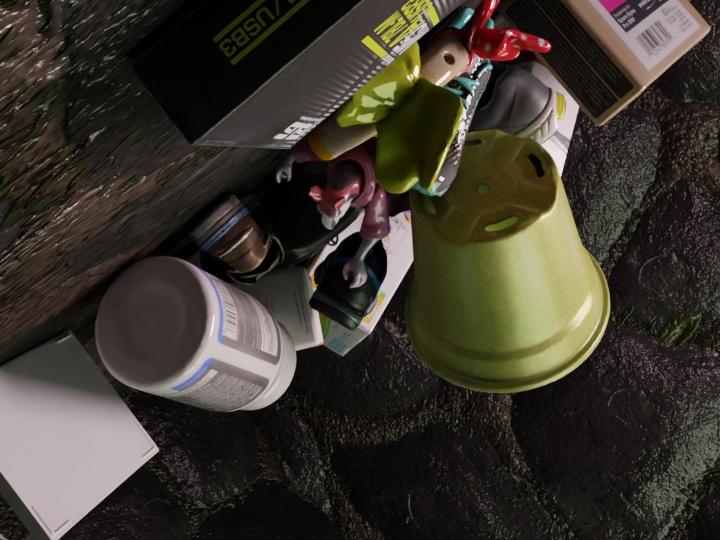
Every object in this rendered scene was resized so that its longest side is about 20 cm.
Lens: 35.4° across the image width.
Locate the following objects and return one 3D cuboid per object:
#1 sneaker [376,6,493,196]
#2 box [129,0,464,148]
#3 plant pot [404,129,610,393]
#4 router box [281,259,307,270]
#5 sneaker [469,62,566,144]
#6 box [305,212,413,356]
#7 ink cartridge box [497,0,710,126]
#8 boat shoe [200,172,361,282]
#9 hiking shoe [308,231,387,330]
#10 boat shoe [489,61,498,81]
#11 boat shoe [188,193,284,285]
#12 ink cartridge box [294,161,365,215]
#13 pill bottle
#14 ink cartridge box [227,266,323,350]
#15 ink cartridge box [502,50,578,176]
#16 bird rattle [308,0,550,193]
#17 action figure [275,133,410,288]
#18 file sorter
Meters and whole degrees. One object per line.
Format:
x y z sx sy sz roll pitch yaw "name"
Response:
0.070 -0.152 0.959 0.091 0.077 0.200 127 -19 -47 "sneaker"
0.009 -0.129 0.504 0.193 0.048 0.200 -41 180 8 "box"
0.123 -0.020 1.032 0.200 0.200 0.184 -39 143 -15 "plant pot"
-0.080 -0.040 1.463 0.158 0.052 0.200 -58 180 4 "router box"
0.101 -0.135 1.096 0.200 0.085 0.075 -34 -152 32 "sneaker"
-0.001 -0.011 1.399 0.200 0.101 0.112 -59 -174 -28 "box"
0.259 -0.264 1.181 0.200 0.165 0.075 -40 180 -44 "ink cartridge box"
-0.077 -0.040 1.171 0.202 0.075 0.065 -30 163 28 "boat shoe"
0.000 0.000 1.155 0.087 0.074 0.200 -57 -173 10 "hiking shoe"
0.114 -0.209 1.188 0.075 0.086 0.202 -36 -150 4 "boat shoe"
-0.113 -0.023 1.058 0.072 0.072 0.200 -40 -178 5 "boat shoe"
0.006 -0.116 1.257 0.144 0.084 0.200 -38 -178 -20 "ink cartridge box"
-0.138 0.065 1.006 0.114 0.114 0.200 -38 156 6 "pill bottle"
-0.145 0.059 1.189 0.199 0.085 0.146 -11 175 0 "ink cartridge box"
0.161 -0.158 1.267 0.147 0.083 0.201 -5 -115 56 "ink cartridge box"
0.037 -0.151 0.864 0.163 0.113 0.200 -20 -153 48 "bird rattle"
0.013 -0.085 1.001 0.149 0.134 0.200 -39 -177 22 "action figure"
-0.295 0.163 0.962 0.124 0.139 0.200 -36 -178 18 "file sorter"
